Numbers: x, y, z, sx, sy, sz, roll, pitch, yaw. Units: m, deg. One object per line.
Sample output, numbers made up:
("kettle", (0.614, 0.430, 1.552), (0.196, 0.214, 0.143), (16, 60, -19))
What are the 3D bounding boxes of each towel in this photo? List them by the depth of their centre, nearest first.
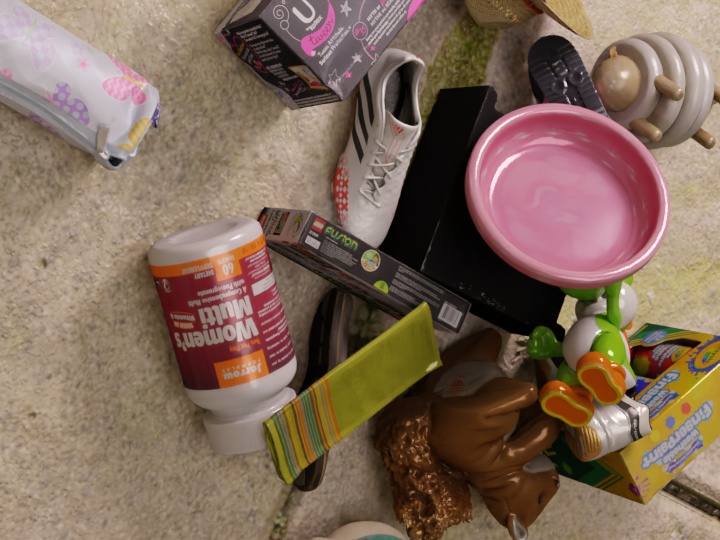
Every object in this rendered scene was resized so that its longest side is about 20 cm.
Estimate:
("towel", (-0.004, 0.114, 1.283), (0.199, 0.018, 0.086), (-36, 139, -21))

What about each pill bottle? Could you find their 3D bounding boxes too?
("pill bottle", (-0.121, 0.060, 1.275), (0.109, 0.109, 0.202), (-20, 103, -25))

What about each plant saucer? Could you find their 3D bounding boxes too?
("plant saucer", (0.195, -0.066, 1.318), (0.198, 0.051, 0.202), (4, 60, -6))

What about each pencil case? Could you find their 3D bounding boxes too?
("pencil case", (-0.273, -0.166, 1.185), (0.199, 0.083, 0.091), (32, 57, -26))

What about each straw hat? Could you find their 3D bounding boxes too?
("straw hat", (0.145, -0.292, 1.396), (0.085, 0.202, 0.201), (-35, 117, 23))

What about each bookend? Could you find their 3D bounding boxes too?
("bookend", (0.145, -0.057, 1.419), (0.198, 0.092, 0.202), (25, 82, -30))

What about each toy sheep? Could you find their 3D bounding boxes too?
("toy sheep", (0.323, -0.192, 1.482), (0.199, 0.137, 0.139), (6, 92, -40))

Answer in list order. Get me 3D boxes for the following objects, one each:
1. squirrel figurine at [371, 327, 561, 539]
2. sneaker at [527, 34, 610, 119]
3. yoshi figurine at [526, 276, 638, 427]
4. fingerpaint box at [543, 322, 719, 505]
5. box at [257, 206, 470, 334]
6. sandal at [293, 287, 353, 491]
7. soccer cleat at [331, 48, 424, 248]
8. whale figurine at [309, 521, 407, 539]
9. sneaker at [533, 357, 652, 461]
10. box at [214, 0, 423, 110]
("squirrel figurine", (0.114, 0.198, 1.422), (0.199, 0.142, 0.188), (-28, 118, -9))
("sneaker", (0.229, -0.143, 1.430), (0.070, 0.082, 0.202), (-17, 79, 6))
("yoshi figurine", (0.220, 0.046, 1.352), (0.201, 0.111, 0.113), (-68, 157, -46))
("fingerpaint box", (0.308, 0.147, 1.485), (0.199, 0.166, 0.074), (-36, 110, -20))
("box", (0.000, 0.000, 1.335), (0.199, 0.110, 0.035), (30, 81, -28))
("sandal", (-0.027, 0.119, 1.352), (0.054, 0.082, 0.202), (13, 81, -23))
("soccer cleat", (0.022, -0.119, 1.349), (0.068, 0.085, 0.202), (10, 90, -29))
("whale figurine", (-0.028, 0.333, 1.348), (0.198, 0.104, 0.160), (-19, 128, -15))
("sneaker", (0.239, 0.131, 1.426), (0.087, 0.200, 0.076), (-15, 116, -6))
("box", (-0.022, -0.265, 1.285), (0.115, 0.132, 0.200), (44, 74, -21))
